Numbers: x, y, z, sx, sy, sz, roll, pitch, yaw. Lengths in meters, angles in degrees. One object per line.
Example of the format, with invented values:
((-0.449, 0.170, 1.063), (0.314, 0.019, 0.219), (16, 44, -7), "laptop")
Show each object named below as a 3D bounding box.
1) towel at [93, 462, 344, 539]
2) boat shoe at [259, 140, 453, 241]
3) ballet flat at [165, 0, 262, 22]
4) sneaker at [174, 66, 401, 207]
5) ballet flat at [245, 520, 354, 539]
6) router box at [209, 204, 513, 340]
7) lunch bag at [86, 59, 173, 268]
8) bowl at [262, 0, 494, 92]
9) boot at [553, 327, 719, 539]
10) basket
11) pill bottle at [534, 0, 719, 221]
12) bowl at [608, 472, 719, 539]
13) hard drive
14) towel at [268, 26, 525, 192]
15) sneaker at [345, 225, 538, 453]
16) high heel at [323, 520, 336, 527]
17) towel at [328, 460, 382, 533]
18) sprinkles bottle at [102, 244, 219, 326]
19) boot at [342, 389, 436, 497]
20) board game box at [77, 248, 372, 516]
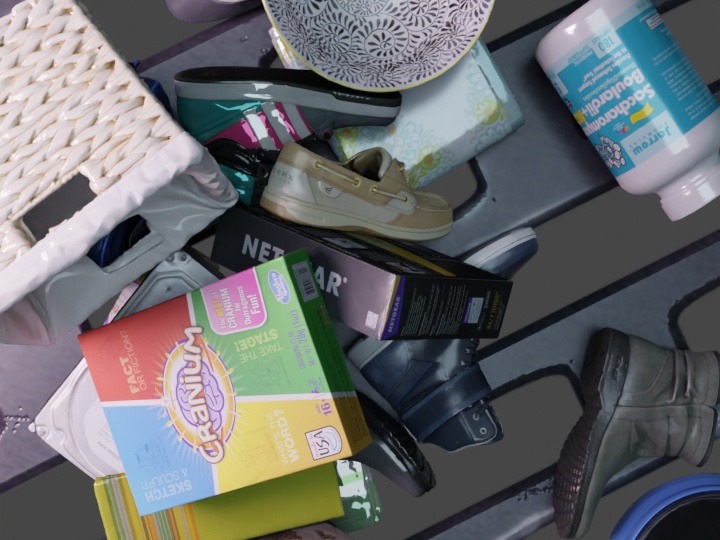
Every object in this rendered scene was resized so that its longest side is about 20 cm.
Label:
((-0.116, 0.189, 0.945), (0.197, 0.018, 0.087), (-13, 108, -6), "towel")
((0.009, -0.069, 0.951), (0.198, 0.073, 0.070), (4, 107, -43), "boat shoe")
((-0.085, -0.279, 1.017), (0.197, 0.073, 0.074), (-18, 90, -2), "ballet flat")
((-0.064, -0.107, 0.982), (0.197, 0.084, 0.122), (5, 113, 9), "sneaker")
((-0.078, 0.245, 0.975), (0.197, 0.067, 0.047), (8, 125, 25), "ballet flat")
((0.000, 0.000, 0.923), (0.199, 0.156, 0.053), (23, 103, 40), "router box")
((-0.230, -0.089, 0.975), (0.131, 0.136, 0.203), (16, 87, -2), "lunch bag")
((0.011, -0.250, 0.954), (0.198, 0.094, 0.204), (-1, 96, -6), "bowl")
((0.257, 0.158, 1.023), (0.129, 0.068, 0.203), (16, 90, -7), "boot")
((-0.217, -0.066, 0.812), (0.197, 0.200, 0.161), (-38, 84, -3), "basket")
((0.250, -0.146, 1.003), (0.110, 0.111, 0.201), (-35, 90, -2), "pill bottle")
((0.321, 0.290, 1.033), (0.197, 0.039, 0.204), (0, 89, -2), "bowl")
((-0.162, 0.094, 0.948), (0.139, 0.038, 0.201), (40, 94, -10), "hard drive")
((0.032, -0.177, 1.031), (0.170, 0.048, 0.202), (-30, 90, 1), "towel")
((0.107, 0.069, 1.004), (0.202, 0.077, 0.147), (-39, 79, 8), "sneaker")
((-0.016, 0.331, 1.014), (0.200, 0.071, 0.143), (42, 97, -1), "high heel")
((-0.074, 0.151, 1.033), (0.150, 0.023, 0.203), (-14, 91, -1), "towel")
((-0.201, 0.066, 1.007), (0.068, 0.068, 0.202), (30, 88, -1), "sprinkles bottle")
((-0.040, 0.160, 0.994), (0.200, 0.070, 0.132), (41, 93, 12), "boot")
((-0.106, 0.089, 0.861), (0.198, 0.040, 0.155), (-20, 90, 25), "board game box")
